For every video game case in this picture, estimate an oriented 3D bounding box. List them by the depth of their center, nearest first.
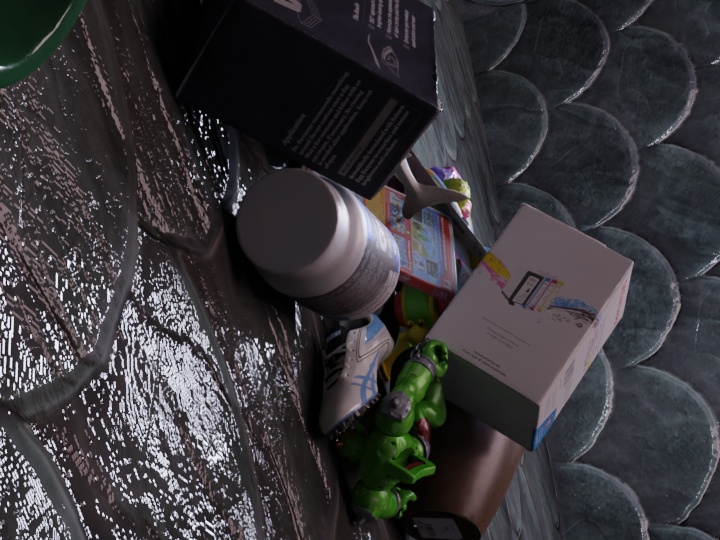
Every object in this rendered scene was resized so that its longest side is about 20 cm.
[{"bbox_3d":[0.017,-0.051,1.385,0.200,0.017,0.143,24,36,-18],"label":"video game case"}]

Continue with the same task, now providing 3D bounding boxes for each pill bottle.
[{"bbox_3d":[-0.038,-0.023,1.169,0.200,0.114,0.114,38,39,-71],"label":"pill bottle"}]

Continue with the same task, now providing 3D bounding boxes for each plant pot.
[{"bbox_3d":[0.109,0.216,1.478,0.187,0.187,0.200,63,32,-46],"label":"plant pot"}]

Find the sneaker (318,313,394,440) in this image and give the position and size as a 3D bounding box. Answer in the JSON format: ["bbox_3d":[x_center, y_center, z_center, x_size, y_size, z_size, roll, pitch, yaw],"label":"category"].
[{"bbox_3d":[-0.015,0.102,1.268,0.072,0.072,0.200,44,24,-11],"label":"sneaker"}]

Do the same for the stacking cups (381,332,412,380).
[{"bbox_3d":[0.124,0.091,1.566,0.061,0.200,0.061,-12,90,-77],"label":"stacking cups"}]

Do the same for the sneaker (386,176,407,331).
[{"bbox_3d":[0.056,-0.025,1.545,0.075,0.090,0.200,-150,-117,-85],"label":"sneaker"}]

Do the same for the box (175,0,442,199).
[{"bbox_3d":[-0.042,-0.197,1.124,0.200,0.117,0.197,27,32,-17],"label":"box"}]

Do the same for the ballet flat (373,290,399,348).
[{"bbox_3d":[0.000,0.000,1.435,0.068,0.068,0.200,18,63,-58],"label":"ballet flat"}]

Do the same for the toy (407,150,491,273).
[{"bbox_3d":[0.114,-0.076,1.514,0.200,0.047,0.115,59,-10,15],"label":"toy"}]

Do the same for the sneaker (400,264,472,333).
[{"bbox_3d":[0.092,0.016,1.644,0.079,0.200,0.131,6,55,-34],"label":"sneaker"}]

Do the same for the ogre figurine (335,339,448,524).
[{"bbox_3d":[0.038,0.176,1.280,0.098,0.200,0.120,40,23,12],"label":"ogre figurine"}]

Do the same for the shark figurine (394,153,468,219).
[{"bbox_3d":[0.030,-0.162,1.387,0.215,0.089,0.128,52,-4,27],"label":"shark figurine"}]

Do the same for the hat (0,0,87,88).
[{"bbox_3d":[-0.245,-0.221,0.685,0.200,0.176,0.166,-66,169,2],"label":"hat"}]

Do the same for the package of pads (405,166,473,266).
[{"bbox_3d":[0.103,-0.044,1.822,0.076,0.120,0.200,51,27,-50],"label":"package of pads"}]

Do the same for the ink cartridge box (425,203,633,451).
[{"bbox_3d":[0.185,0.062,1.382,0.200,0.145,0.147,-52,160,-20],"label":"ink cartridge box"}]

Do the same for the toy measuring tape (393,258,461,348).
[{"bbox_3d":[0.083,0.019,1.439,0.200,0.073,0.074,-64,139,-55],"label":"toy measuring tape"}]
